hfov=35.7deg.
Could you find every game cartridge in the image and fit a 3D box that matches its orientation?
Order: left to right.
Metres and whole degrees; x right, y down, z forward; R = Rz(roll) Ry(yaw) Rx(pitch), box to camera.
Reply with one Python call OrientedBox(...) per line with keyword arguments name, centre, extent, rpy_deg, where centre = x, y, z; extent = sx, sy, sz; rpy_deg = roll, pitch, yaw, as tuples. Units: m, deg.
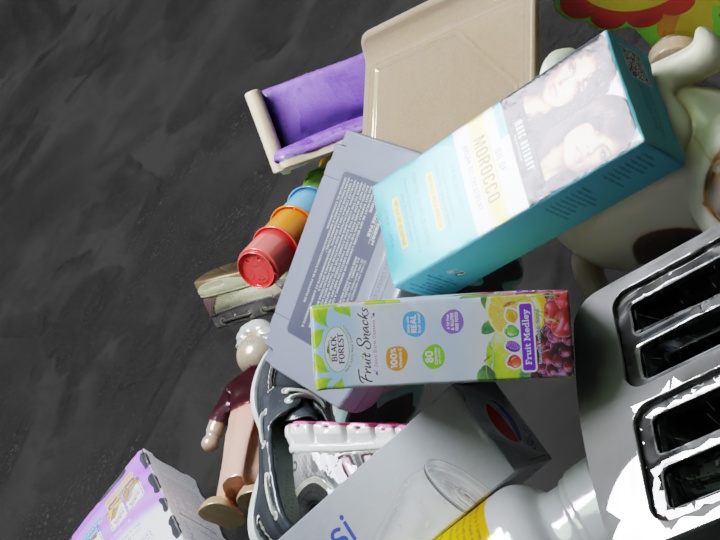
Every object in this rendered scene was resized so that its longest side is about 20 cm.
OrientedBox(name="game cartridge", centre=(0.000, 0.000, 0.858), extent=(0.133, 0.041, 0.200), rpy_deg=(25, 96, 44))

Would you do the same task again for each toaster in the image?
OrientedBox(name="toaster", centre=(0.214, 0.075, 0.592), extent=(0.200, 0.119, 0.181), rpy_deg=(-32, 35, 30))

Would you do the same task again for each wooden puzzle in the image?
OrientedBox(name="wooden puzzle", centre=(0.069, -0.115, 0.868), extent=(0.185, 0.037, 0.201), rpy_deg=(-15, 71, 46))

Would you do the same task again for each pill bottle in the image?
OrientedBox(name="pill bottle", centre=(0.080, 0.197, 0.657), extent=(0.200, 0.104, 0.104), rpy_deg=(-42, 32, 16))

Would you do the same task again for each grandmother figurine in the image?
OrientedBox(name="grandmother figurine", centre=(-0.094, 0.126, 1.005), extent=(0.121, 0.061, 0.200), rpy_deg=(-15, 45, 15))

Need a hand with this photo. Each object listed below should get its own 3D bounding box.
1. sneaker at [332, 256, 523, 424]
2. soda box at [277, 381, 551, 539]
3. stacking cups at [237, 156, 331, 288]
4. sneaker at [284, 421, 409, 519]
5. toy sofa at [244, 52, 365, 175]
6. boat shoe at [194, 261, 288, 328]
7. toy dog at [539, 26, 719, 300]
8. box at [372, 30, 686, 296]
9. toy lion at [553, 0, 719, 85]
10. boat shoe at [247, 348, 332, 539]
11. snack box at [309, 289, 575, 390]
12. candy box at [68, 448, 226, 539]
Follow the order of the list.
OrientedBox(name="sneaker", centre=(0.036, 0.029, 0.914), extent=(0.200, 0.078, 0.140), rpy_deg=(-46, 32, 10))
OrientedBox(name="soda box", centre=(0.024, 0.158, 0.727), extent=(0.200, 0.063, 0.068), rpy_deg=(-44, 68, 22))
OrientedBox(name="stacking cups", centre=(-0.051, -0.044, 1.055), extent=(0.060, 0.061, 0.200), rpy_deg=(-26, 18, 36))
OrientedBox(name="sneaker", centre=(0.029, 0.154, 0.803), extent=(0.200, 0.074, 0.088), rpy_deg=(-3, 82, 33))
OrientedBox(name="toy sofa", centre=(-0.001, -0.161, 1.048), extent=(0.200, 0.083, 0.098), rpy_deg=(-20, 2, 1))
OrientedBox(name="boat shoe", centre=(-0.064, 0.015, 1.076), extent=(0.200, 0.065, 0.073), rpy_deg=(-8, 18, 29))
OrientedBox(name="toy dog", centre=(0.213, -0.061, 0.719), extent=(0.200, 0.139, 0.194), rpy_deg=(11, 80, 56))
OrientedBox(name="box", centre=(0.099, -0.060, 0.713), extent=(0.200, 0.049, 0.082), rpy_deg=(-32, 58, 35))
OrientedBox(name="toy lion", centre=(0.234, -0.231, 0.806), extent=(0.200, 0.192, 0.069), rpy_deg=(-24, 41, 38))
OrientedBox(name="boat shoe", centre=(-0.050, 0.134, 0.916), extent=(0.060, 0.075, 0.200), rpy_deg=(126, 148, -49))
OrientedBox(name="snack box", centre=(0.058, 0.042, 0.693), extent=(0.142, 0.200, 0.053), rpy_deg=(-5, 86, 9))
OrientedBox(name="candy box", centre=(-0.194, 0.279, 0.968), extent=(0.168, 0.072, 0.200), rpy_deg=(-51, 30, 1))
